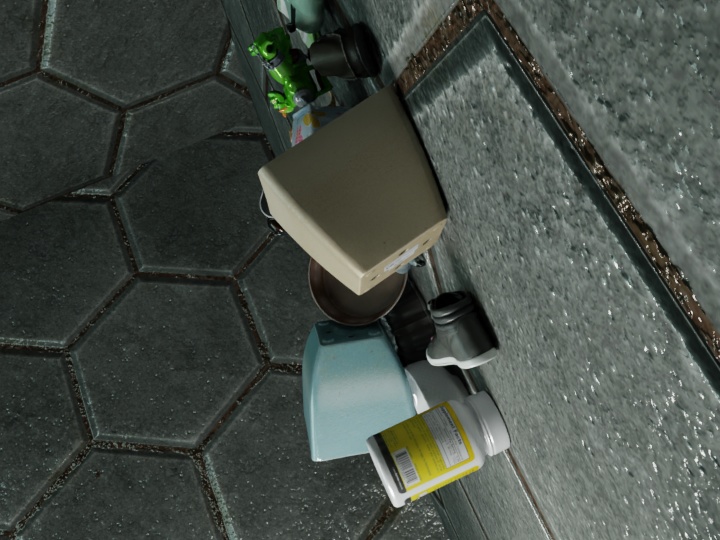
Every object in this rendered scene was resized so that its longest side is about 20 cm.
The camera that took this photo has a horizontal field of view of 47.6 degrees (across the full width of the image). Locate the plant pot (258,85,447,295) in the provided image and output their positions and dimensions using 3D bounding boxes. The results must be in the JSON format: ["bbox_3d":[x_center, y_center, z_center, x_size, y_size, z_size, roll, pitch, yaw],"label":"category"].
[{"bbox_3d":[0.004,-0.084,1.073,0.177,0.199,0.200,55,172,8],"label":"plant pot"}]

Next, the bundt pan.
[{"bbox_3d":[0.086,0.106,1.550,0.202,0.075,0.203,157,90,-85],"label":"bundt pan"}]

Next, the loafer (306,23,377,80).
[{"bbox_3d":[-0.030,-0.288,1.112,0.200,0.071,0.073,-130,18,-72],"label":"loafer"}]

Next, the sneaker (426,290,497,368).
[{"bbox_3d":[0.126,0.078,1.132,0.200,0.070,0.100,160,89,-78],"label":"sneaker"}]

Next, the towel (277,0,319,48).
[{"bbox_3d":[-0.121,-0.478,1.422,0.150,0.031,0.200,72,172,-46],"label":"towel"}]

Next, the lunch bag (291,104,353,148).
[{"bbox_3d":[-0.050,-0.171,1.297,0.200,0.126,0.171,-166,76,-74],"label":"lunch bag"}]

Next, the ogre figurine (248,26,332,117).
[{"bbox_3d":[-0.109,-0.307,1.247,0.120,0.098,0.200,56,170,-11],"label":"ogre figurine"}]

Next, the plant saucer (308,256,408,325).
[{"bbox_3d":[0.000,0.000,1.460,0.034,0.200,0.201,19,-138,-63],"label":"plant saucer"}]

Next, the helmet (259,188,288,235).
[{"bbox_3d":[-0.155,-0.166,2.135,0.200,0.190,0.201,14,-90,-83],"label":"helmet"}]

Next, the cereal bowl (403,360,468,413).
[{"bbox_3d":[0.151,0.246,1.442,0.200,0.083,0.201,158,90,-85],"label":"cereal bowl"}]

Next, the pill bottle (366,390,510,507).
[{"bbox_3d":[0.119,0.268,1.244,0.114,0.199,0.115,157,90,-84],"label":"pill bottle"}]

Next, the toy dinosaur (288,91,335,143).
[{"bbox_3d":[-0.058,-0.270,1.450,0.106,0.060,0.200,53,-144,-15],"label":"toy dinosaur"}]

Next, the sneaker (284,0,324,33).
[{"bbox_3d":[-0.114,-0.446,1.228,0.118,0.073,0.201,93,152,-63],"label":"sneaker"}]

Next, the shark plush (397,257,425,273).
[{"bbox_3d":[0.078,-0.040,1.306,0.083,0.091,0.200,48,155,-6],"label":"shark plush"}]

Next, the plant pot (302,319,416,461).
[{"bbox_3d":[-0.013,0.193,1.469,0.196,0.195,0.201,-117,18,-71],"label":"plant pot"}]
